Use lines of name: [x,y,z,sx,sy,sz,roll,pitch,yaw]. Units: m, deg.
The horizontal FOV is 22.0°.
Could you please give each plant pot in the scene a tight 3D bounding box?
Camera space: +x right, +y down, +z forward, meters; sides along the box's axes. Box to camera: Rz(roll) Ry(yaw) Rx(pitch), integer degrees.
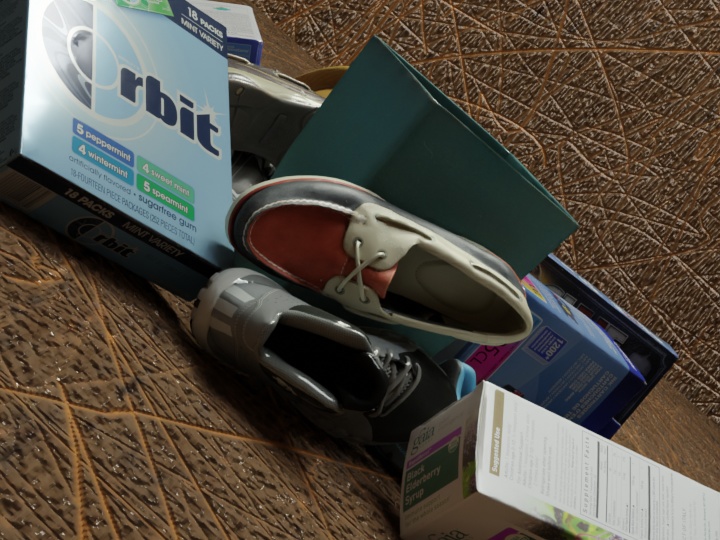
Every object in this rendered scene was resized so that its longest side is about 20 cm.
plant pot: [0.009,-0.021,1.228,0.141,0.200,0.141,39,8,-27]

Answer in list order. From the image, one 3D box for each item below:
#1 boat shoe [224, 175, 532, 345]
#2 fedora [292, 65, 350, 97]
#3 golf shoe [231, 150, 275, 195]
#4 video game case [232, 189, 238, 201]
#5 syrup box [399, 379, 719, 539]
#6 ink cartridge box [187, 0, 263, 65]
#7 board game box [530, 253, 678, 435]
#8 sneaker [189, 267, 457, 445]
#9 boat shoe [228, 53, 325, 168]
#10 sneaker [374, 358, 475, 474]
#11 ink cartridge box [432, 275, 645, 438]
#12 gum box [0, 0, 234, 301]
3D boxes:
boat shoe: [0.014,-0.002,1.124,0.199,0.071,0.063,19,21,-24]
fedora: [-0.026,-0.117,1.561,0.082,0.200,0.201,63,-2,-28]
golf shoe: [-0.109,-0.086,1.443,0.094,0.078,0.200,38,8,-22]
video game case: [-0.170,-0.107,1.266,0.200,0.022,0.182,48,10,31]
syrup box: [0.127,0.149,1.114,0.199,0.079,0.082,26,49,-24]
ink cartridge box: [-0.153,-0.171,1.487,0.136,0.077,0.200,6,14,-8]
board game box: [0.128,0.056,1.437,0.200,0.136,0.035,36,9,-13]
sneaker: [-0.001,0.069,1.097,0.200,0.075,0.115,25,0,-33]
boat shoe: [-0.057,-0.119,1.400,0.200,0.075,0.073,25,27,-41]
sneaker: [0.093,0.143,1.188,0.200,0.082,0.073,46,7,18]
ink cartridge box: [0.111,0.081,1.345,0.200,0.136,0.076,33,15,-44]
gum box: [-0.151,-0.103,1.117,0.170,0.044,0.201,31,43,-41]
